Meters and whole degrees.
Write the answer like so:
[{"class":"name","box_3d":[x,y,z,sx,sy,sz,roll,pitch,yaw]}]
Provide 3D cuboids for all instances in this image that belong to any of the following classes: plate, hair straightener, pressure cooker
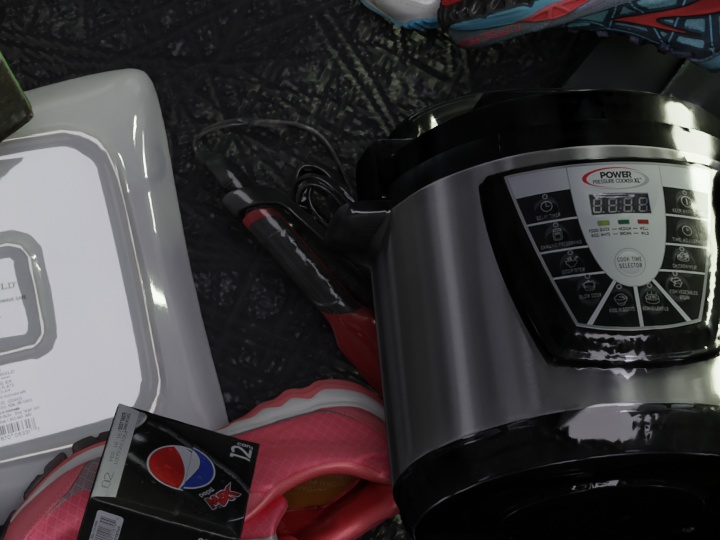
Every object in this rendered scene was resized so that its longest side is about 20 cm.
[{"class":"plate","box_3d":[-0.172,0.017,1.013,0.199,0.032,0.201,-12,84,-10]},{"class":"hair straightener","box_3d":[0.000,0.000,1.040,0.200,0.041,0.077,44,48,4]},{"class":"pressure cooker","box_3d":[0.087,0.013,0.945,0.178,0.176,0.201,-19,62,29]}]

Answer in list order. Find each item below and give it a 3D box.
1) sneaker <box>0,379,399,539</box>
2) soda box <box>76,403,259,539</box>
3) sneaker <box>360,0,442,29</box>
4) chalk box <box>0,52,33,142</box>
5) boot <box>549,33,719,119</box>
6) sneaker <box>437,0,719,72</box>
[{"class":"sneaker","box_3d":[-0.069,0.107,0.974,0.199,0.087,0.074,-21,112,-10]},{"class":"soda box","box_3d":[-0.100,0.159,0.926,0.063,0.071,0.201,17,121,-5]},{"class":"sneaker","box_3d":[0.015,-0.214,1.049,0.076,0.081,0.201,-9,84,-10]},{"class":"chalk box","box_3d":[-0.246,-0.122,0.924,0.125,0.200,0.124,-38,55,-12]},{"class":"boot","box_3d":[0.197,-0.089,1.059,0.165,0.066,0.200,39,75,9]},{"class":"sneaker","box_3d":[0.133,-0.122,0.996,0.199,0.079,0.096,-13,125,22]}]
